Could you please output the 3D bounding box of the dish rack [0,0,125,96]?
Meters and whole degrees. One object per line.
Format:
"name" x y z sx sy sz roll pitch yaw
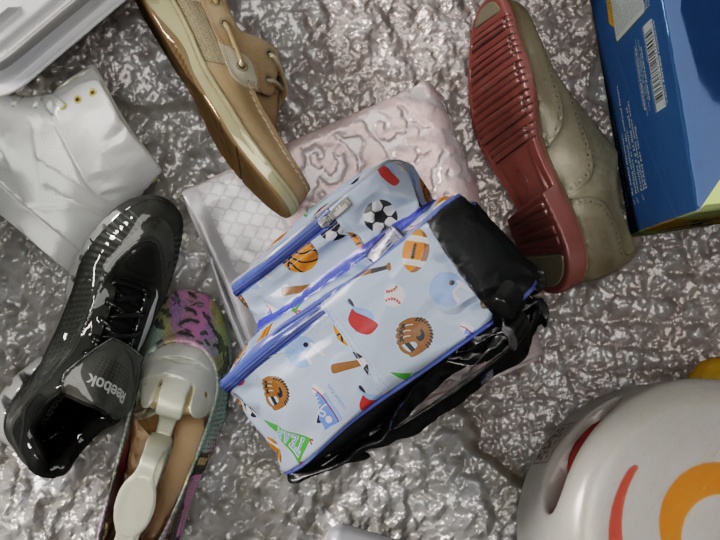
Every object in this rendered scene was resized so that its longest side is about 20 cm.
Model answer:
"dish rack" -0.221 -0.226 0.947 0.200 0.044 0.172 -43 74 -12

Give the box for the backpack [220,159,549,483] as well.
"backpack" 0.005 0.031 0.874 0.190 0.200 0.154 -44 81 8

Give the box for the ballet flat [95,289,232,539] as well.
"ballet flat" -0.129 0.111 0.952 0.069 0.071 0.202 15 87 2

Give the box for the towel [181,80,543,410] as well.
"towel" 0.000 0.000 0.977 0.190 0.032 0.201 -22 88 -1

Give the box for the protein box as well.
"protein box" 0.231 -0.134 0.897 0.134 0.200 0.200 -9 87 0

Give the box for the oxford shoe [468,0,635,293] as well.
"oxford shoe" 0.126 -0.088 0.973 0.074 0.070 0.202 -13 86 -27

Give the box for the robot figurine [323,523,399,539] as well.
"robot figurine" -0.005 0.249 0.925 0.198 0.113 0.171 14 91 1

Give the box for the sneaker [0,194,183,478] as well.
"sneaker" -0.163 0.049 0.930 0.066 0.091 0.201 27 100 -33

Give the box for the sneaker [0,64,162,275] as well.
"sneaker" -0.225 -0.103 0.967 0.200 0.074 0.116 42 86 -7

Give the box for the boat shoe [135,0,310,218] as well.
"boat shoe" -0.080 -0.127 0.949 0.064 0.071 0.201 -29 74 -9

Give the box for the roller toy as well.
"roller toy" 0.195 0.160 0.915 0.181 0.140 0.202 -7 84 -10
